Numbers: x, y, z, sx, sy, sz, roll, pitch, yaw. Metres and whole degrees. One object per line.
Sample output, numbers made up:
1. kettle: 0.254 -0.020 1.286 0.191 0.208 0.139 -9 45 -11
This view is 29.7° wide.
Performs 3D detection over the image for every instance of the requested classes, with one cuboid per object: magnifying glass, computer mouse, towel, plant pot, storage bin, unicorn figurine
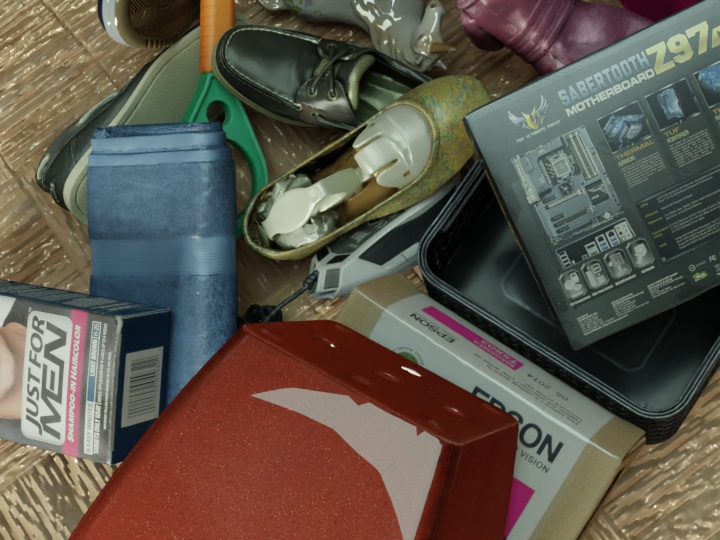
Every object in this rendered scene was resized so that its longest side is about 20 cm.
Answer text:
1. magnifying glass: -0.104 -0.121 0.982 0.079 0.022 0.201 1 88 -31
2. computer mouse: 0.000 0.000 0.942 0.200 0.110 0.044 -39 108 -11
3. towel: -0.133 -0.001 0.933 0.111 0.049 0.201 1 94 26
4. plant pot: -0.019 0.135 0.756 0.200 0.200 0.177 28 99 19
5. storage bin: 0.152 0.007 0.906 0.200 0.094 0.135 33 80 16
6. unicorn figurine: 0.009 -0.213 1.016 0.199 0.074 0.138 8 74 28

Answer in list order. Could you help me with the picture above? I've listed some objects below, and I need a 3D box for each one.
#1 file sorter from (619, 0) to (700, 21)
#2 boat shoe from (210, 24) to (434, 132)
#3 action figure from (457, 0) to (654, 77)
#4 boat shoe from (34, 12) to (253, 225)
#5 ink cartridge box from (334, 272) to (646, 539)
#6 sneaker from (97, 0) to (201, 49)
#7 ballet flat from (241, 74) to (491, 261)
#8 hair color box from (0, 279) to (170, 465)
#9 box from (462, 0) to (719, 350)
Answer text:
1. file sorter: 0.256 -0.218 0.935 0.125 0.139 0.200 -30 71 -3
2. boat shoe: -0.006 -0.131 0.960 0.200 0.066 0.072 22 74 -6
3. action figure: 0.121 -0.159 0.921 0.200 0.134 0.149 32 47 -7
4. boat shoe: -0.158 -0.123 1.010 0.200 0.072 0.068 -48 43 -14
5. ink cartridge box: 0.051 0.123 0.864 0.200 0.075 0.165 32 107 17
6. sneaker: -0.172 -0.218 1.000 0.108 0.070 0.200 9 31 15
7. ballet flat: -0.001 -0.064 0.914 0.200 0.071 0.071 -31 68 25
8. hair color box: -0.229 0.062 0.924 0.199 0.060 0.100 8 97 27
9. box: 0.182 -0.064 0.817 0.200 0.051 0.158 -26 91 4
